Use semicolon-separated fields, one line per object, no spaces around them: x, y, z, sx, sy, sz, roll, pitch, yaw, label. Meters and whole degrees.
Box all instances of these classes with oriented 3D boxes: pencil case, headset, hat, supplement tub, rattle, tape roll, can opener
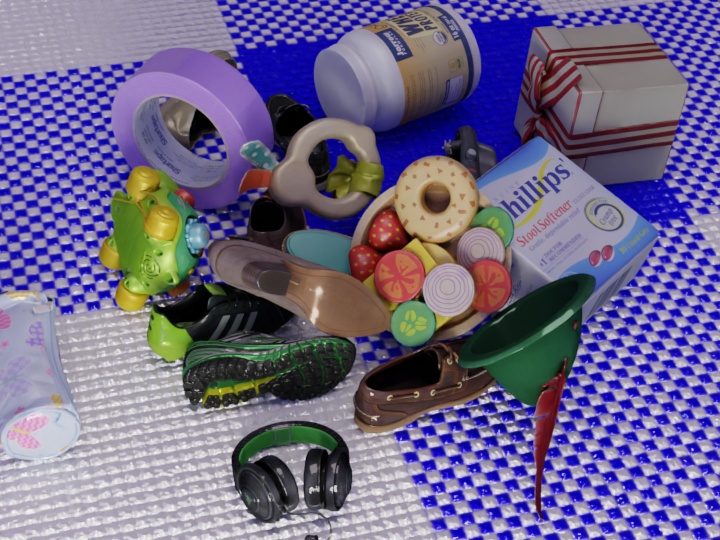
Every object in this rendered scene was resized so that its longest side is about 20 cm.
-0.359;0.111;1.547;0.091;0.083;0.200;-24;47;1;pencil case
-0.065;0.233;1.469;0.123;0.094;0.200;-9;29;-9;headset
0.214;0.129;1.560;0.200;0.176;0.166;-34;9;-4;hat
0.050;-0.275;1.966;0.200;0.145;0.144;-24;50;-28;supplement tub
-0.083;-0.122;1.767;0.199;0.131;0.143;-15;20;-24;rattle
-0.211;-0.177;1.791;0.200;0.200;0.066;20;45;16;tape roll
0.142;-0.115;1.858;0.078;0.064;0.200;6;42;1;can opener

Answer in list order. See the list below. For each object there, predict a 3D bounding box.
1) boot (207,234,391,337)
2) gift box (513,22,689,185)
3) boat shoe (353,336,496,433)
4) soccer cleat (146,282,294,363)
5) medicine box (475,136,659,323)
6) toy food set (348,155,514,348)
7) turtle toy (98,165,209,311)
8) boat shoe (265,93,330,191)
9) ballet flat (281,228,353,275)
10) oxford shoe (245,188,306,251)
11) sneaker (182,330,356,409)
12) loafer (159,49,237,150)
-0.077;0.011;1.620;0.200;0.070;0.146;24;3;-29;boot
0.313;-0.218;1.900;0.186;0.185;0.200;-7;37;-15;gift box
0.081;0.117;1.594;0.200;0.070;0.070;-24;47;-30;boat shoe
-0.152;0.045;1.640;0.200;0.081;0.068;-19;48;-28;soccer cleat
0.222;-0.034;1.722;0.200;0.103;0.182;41;52;16;medicine box
0.081;-0.015;1.634;0.200;0.049;0.198;-41;74;8;toy food set
-0.244;-0.050;1.710;0.101;0.146;0.200;5;38;-33;turtle toy
-0.086;-0.191;1.917;0.074;0.066;0.200;-6;43;-11;boat shoe
0.000;0.000;1.713;0.199;0.065;0.071;14;70;-5;ballet flat
-0.104;-0.066;1.765;0.071;0.073;0.200;2;32;1;oxford shoe
-0.102;0.094;1.596;0.199;0.078;0.085;-4;38;-12;sneaker
-0.217;-0.223;1.941;0.068;0.076;0.200;22;54;16;loafer
